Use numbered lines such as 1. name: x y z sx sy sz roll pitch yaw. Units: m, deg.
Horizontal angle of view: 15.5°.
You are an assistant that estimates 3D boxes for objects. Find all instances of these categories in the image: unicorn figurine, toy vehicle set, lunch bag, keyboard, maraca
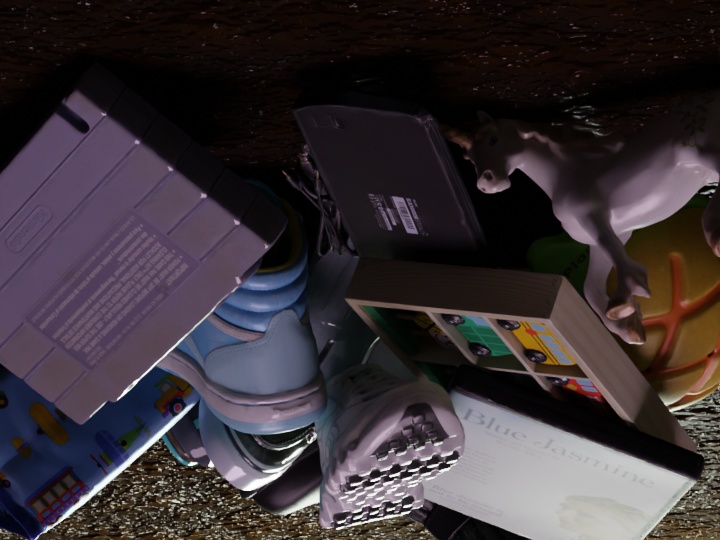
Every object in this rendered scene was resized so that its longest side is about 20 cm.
1. unicorn figurine: 0.133 -0.040 1.313 0.199 0.138 0.074 -19 148 8
2. toy vehicle set: 0.090 0.057 1.435 0.124 0.027 0.200 5 153 33
3. lunch bag: -0.185 0.095 1.661 0.150 0.094 0.200 -41 180 -15
4. keyboard: 0.015 -0.045 1.365 0.104 0.040 0.200 8 151 20
5. maraca: 0.153 0.011 1.468 0.107 0.137 0.200 37 179 38

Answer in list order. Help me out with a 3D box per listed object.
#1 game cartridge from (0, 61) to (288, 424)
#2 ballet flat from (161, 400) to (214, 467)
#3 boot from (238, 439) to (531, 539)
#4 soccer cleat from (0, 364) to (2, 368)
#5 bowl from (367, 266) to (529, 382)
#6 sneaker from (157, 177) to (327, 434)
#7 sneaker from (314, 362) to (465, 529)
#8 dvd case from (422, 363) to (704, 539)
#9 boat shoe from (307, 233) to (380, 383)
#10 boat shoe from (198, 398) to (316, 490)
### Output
1. game cartridge: -0.136 -0.009 1.345 0.130 0.038 0.200 36 135 -13
2. ballet flat: -0.077 0.088 1.745 0.073 0.073 0.200 -4 -177 10
3. boot: 0.037 0.155 1.737 0.211 0.158 0.079 -22 173 -18
4. soccer cleat: -0.278 0.050 1.642 0.200 0.081 0.067 -9 -150 -39
5. bowl: 0.092 0.053 1.620 0.200 0.091 0.201 4 164 1
6. sneaker: -0.081 -0.003 1.485 0.079 0.131 0.200 -16 -153 -28
7. sneaker: 0.006 0.086 1.457 0.075 0.081 0.200 -9 166 -14
8. dvd case: 0.103 0.115 1.496 0.142 0.018 0.200 21 158 0
9. boat shoe: 0.000 0.000 1.504 0.073 0.067 0.200 26 140 -14
10. boat shoe: -0.038 0.070 1.645 0.071 0.072 0.200 -31 -173 26
